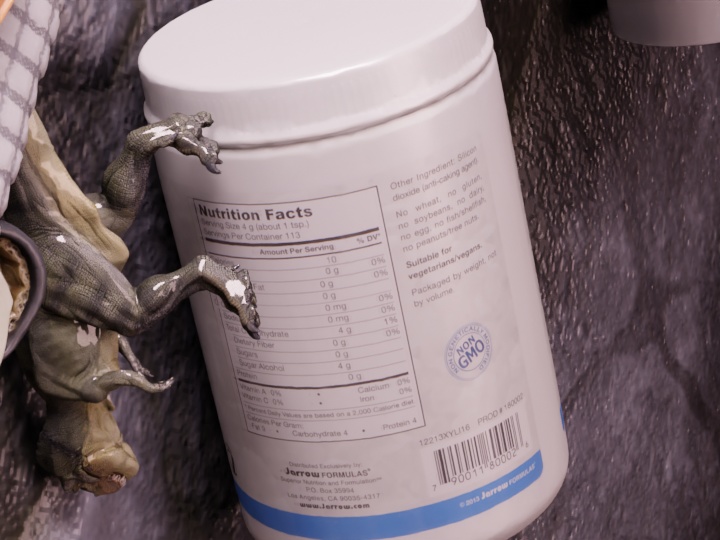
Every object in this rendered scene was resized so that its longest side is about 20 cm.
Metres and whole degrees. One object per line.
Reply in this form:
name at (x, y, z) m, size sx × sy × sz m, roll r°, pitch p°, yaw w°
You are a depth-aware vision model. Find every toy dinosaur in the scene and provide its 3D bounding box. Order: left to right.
toy dinosaur at (-0.085, -0.008, 0.891) m, size 0.047 × 0.088 × 0.200 m, roll -103°, pitch -179°, yaw -67°

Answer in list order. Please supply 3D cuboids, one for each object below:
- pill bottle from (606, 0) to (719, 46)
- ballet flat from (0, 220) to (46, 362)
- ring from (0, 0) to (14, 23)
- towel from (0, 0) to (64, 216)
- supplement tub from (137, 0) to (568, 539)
pill bottle at (0.151, -0.213, 1.226) m, size 0.113 × 0.113 × 0.200 m, roll -37°, pitch 123°, yaw -51°
ballet flat at (-0.158, 0.046, 0.791) m, size 0.200 × 0.073 × 0.073 m, roll -51°, pitch 134°, yaw -43°
ring at (-0.148, -0.138, 0.689) m, size 0.200 × 0.019 × 0.201 m, roll -1°, pitch 91°, yaw -57°
towel at (-0.170, -0.104, 0.749) m, size 0.200 × 0.086 × 0.166 m, roll 37°, pitch 60°, yaw -51°
supplement tub at (0.000, 0.000, 0.983) m, size 0.132 × 0.132 × 0.200 m, roll -40°, pitch 125°, yaw -50°
